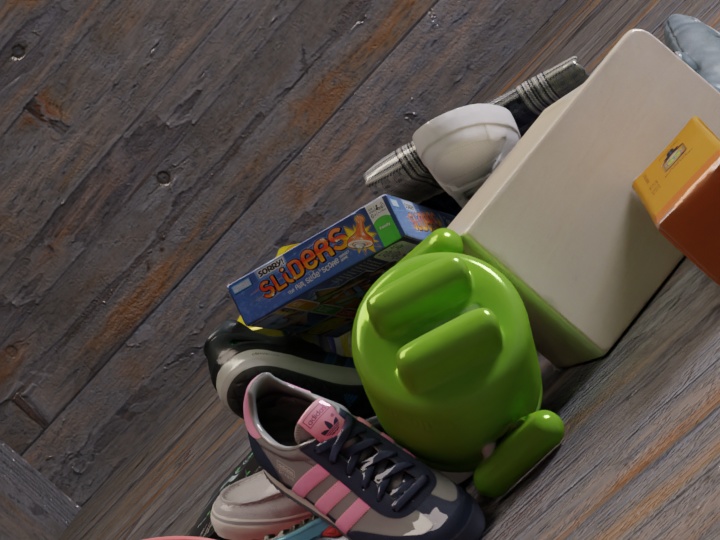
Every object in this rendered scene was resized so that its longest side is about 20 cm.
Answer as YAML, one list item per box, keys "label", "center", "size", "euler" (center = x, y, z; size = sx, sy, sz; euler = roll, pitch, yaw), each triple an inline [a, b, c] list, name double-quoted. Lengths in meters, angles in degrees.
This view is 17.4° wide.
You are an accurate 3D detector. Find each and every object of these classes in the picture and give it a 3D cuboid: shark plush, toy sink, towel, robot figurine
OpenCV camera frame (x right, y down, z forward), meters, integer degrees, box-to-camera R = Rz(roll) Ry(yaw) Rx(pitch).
- label: "shark plush"
  center: [0.253, -0.136, 1.794]
  size: [0.091, 0.083, 0.200]
  euler: [-45, 7, 36]
- label: "toy sink"
  center: [0.165, -0.050, 1.660]
  size: [0.200, 0.130, 0.112]
  euler: [-51, 5, -14]
- label: "towel"
  center: [0.099, -0.112, 1.869]
  size: [0.193, 0.035, 0.200]
  euler: [-30, -7, 8]
- label: "robot figurine"
  center: [0.059, 0.063, 1.555]
  size: [0.116, 0.175, 0.200]
  euler: [-29, -26, -4]

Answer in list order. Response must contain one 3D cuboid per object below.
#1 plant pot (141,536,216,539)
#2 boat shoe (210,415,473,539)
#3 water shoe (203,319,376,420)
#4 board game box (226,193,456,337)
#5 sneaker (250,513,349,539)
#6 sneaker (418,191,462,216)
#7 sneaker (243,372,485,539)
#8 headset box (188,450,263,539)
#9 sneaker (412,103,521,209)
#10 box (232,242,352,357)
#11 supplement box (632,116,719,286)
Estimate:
- label: "plant pot"
  center: [-0.106, 0.262, 1.422]
  size: [0.200, 0.200, 0.177]
  euler: [-50, -5, -9]
- label: "boat shoe"
  center: [-0.016, 0.136, 1.676]
  size: [0.200, 0.069, 0.072]
  euler: [-14, 24, 11]
- label: "water shoe"
  center: [-0.023, 0.080, 1.725]
  size: [0.072, 0.200, 0.079]
  euler: [-54, 40, 20]
- label: "board game box"
  center: [0.000, 0.000, 1.727]
  size: [0.135, 0.034, 0.200]
  euler: [-29, -12, 14]
- label: "sneaker"
  center: [-0.022, 0.223, 1.631]
  size: [0.200, 0.096, 0.079]
  euler: [-24, -20, 30]
- label: "sneaker"
  center: [0.080, 0.013, 1.866]
  size: [0.076, 0.077, 0.200]
  euler: [-21, 28, 16]
- label: "sneaker"
  center: [-0.006, 0.129, 1.553]
  size: [0.200, 0.082, 0.070]
  euler: [21, 56, 40]
- label: "headset box"
  center: [-0.063, 0.200, 1.935]
  size: [0.200, 0.093, 0.174]
  euler: [-47, 6, 25]
- label: "sneaker"
  center: [0.105, -0.048, 1.752]
  size: [0.074, 0.116, 0.200]
  euler: [-25, -19, 14]
- label: "box"
  center: [-0.048, 0.065, 1.835]
  size: [0.048, 0.117, 0.200]
  euler: [-13, 20, 19]
- label: "supplement box"
  center: [0.223, -0.045, 1.507]
  size: [0.067, 0.069, 0.200]
  euler: [-47, 7, 9]
